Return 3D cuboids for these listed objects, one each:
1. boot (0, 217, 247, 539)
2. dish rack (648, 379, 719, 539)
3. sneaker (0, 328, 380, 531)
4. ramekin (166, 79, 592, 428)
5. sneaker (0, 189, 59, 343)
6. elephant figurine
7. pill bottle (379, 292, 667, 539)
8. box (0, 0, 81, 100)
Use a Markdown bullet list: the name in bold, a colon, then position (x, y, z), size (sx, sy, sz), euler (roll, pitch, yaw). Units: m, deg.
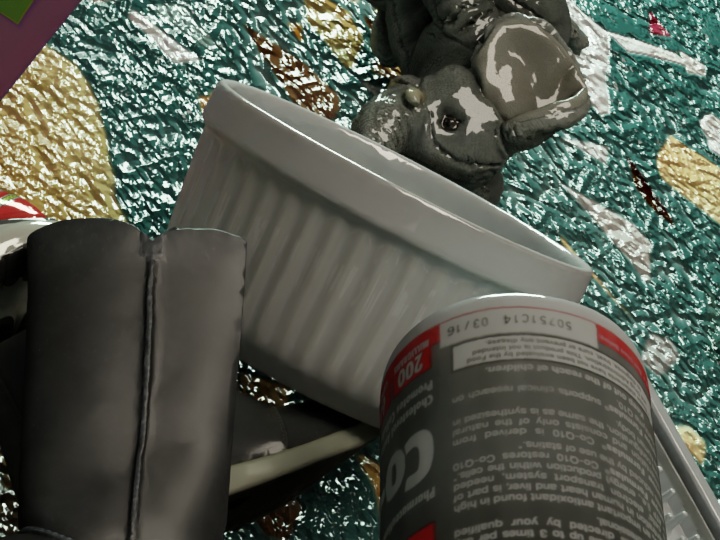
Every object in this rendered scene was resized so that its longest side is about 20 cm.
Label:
- **boot**: position (-0.127, 0.067, 0.811), size (0.165, 0.066, 0.200), euler (13, 61, -18)
- **dish rack**: position (0.123, 0.123, 1.116), size (0.172, 0.044, 0.200), euler (1, 54, -46)
- **sneaker**: position (-0.077, 0.060, 0.928), size (0.200, 0.075, 0.106), euler (-11, 67, -51)
- **ramekin**: position (0.000, 0.000, 0.992), size (0.200, 0.105, 0.200), euler (26, 7, -4)
- **sneaker**: position (-0.211, 0.003, 0.865), size (0.085, 0.077, 0.200), euler (37, 29, 28)
- **elephant figurine**: position (0.061, -0.096, 1.226), size (0.142, 0.155, 0.200), euler (74, 12, -57)
- **pill bottle**: position (0.063, 0.115, 0.811), size (0.114, 0.114, 0.200), euler (29, 37, -24)
- **box**: position (-0.184, -0.196, 0.987), size (0.097, 0.176, 0.200), euler (24, 39, -30)
